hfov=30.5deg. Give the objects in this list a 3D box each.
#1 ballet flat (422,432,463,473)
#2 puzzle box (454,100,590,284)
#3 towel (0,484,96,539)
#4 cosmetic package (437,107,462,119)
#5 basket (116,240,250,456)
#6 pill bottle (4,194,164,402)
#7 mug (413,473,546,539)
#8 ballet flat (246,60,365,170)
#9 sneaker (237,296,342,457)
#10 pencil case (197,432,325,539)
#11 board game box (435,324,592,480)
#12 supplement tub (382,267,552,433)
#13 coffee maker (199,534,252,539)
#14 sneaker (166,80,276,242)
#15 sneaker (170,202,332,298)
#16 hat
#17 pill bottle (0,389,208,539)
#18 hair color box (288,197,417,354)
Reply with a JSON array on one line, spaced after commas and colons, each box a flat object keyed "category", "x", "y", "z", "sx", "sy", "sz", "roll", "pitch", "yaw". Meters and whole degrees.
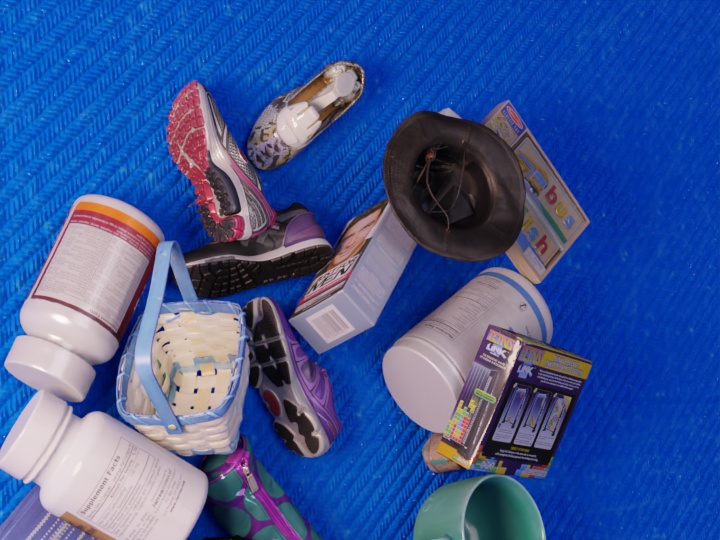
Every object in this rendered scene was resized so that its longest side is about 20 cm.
[{"category": "ballet flat", "x": 0.164, "y": 0.197, "z": 1.706, "sx": 0.200, "sy": 0.067, "sz": 0.069, "roll": -40, "pitch": 105, "yaw": -33}, {"category": "puzzle box", "x": 0.203, "y": -0.099, "z": 1.690, "sx": 0.201, "sy": 0.025, "sz": 0.133, "roll": 53, "pitch": 57, "yaw": -14}, {"category": "towel", "x": -0.300, "y": 0.323, "z": 1.401, "sx": 0.200, "sy": 0.024, "sz": 0.145, "roll": 50, "pitch": 56, "yaw": -18}, {"category": "cosmetic package", "x": 0.145, "y": -0.117, "z": 1.730, "sx": 0.199, "sy": 0.101, "sz": 0.072, "roll": 37, "pitch": 63, "yaw": -24}, {"category": "basket", "x": -0.190, "y": 0.095, "z": 1.395, "sx": 0.178, "sy": 0.137, "sz": 0.201, "roll": -83, "pitch": 169, "yaw": -45}, {"category": "pill bottle", "x": -0.293, "y": 0.030, "z": 1.402, "sx": 0.109, "sy": 0.109, "sz": 0.202, "roll": 32, "pitch": 65, "yaw": -25}, {"category": "mug", "x": 0.127, "y": 0.326, "z": 1.617, "sx": 0.184, "sy": 0.114, "sz": 0.153, "roll": 36, "pitch": 53, "yaw": -29}, {"category": "ballet flat", "x": -0.062, "y": -0.199, "z": 1.626, "sx": 0.200, "sy": 0.072, "sz": 0.072, "roll": -45, "pitch": 106, "yaw": -31}, {"category": "sneaker", "x": -0.082, "y": 0.121, "z": 1.564, "sx": 0.083, "sy": 0.080, "sz": 0.202, "roll": -37, "pitch": 110, "yaw": -50}, {"category": "pencil case", "x": -0.106, "y": 0.284, "z": 1.493, "sx": 0.085, "sy": 0.092, "sz": 0.201, "roll": -47, "pitch": 108, "yaw": -31}, {"category": "board game box", "x": 0.191, "y": 0.165, "z": 1.619, "sx": 0.199, "sy": 0.056, "sz": 0.167, "roll": 19, "pitch": 93, "yaw": -54}, {"category": "supplement tub", "x": 0.138, "y": 0.098, "z": 1.668, "sx": 0.199, "sy": 0.131, "sz": 0.133, "roll": -38, "pitch": 102, "yaw": -33}, {"category": "coffee maker", "x": -0.141, "y": 0.395, "z": 1.379, "sx": 0.133, "sy": 0.192, "sz": 0.202, "roll": -16, "pitch": 93, "yaw": -15}, {"category": "sneaker", "x": -0.164, "y": -0.125, "z": 1.527, "sx": 0.074, "sy": 0.080, "sz": 0.202, "roll": -8, "pitch": 71, "yaw": -43}, {"category": "sneaker", "x": -0.138, "y": -0.029, "z": 1.556, "sx": 0.198, "sy": 0.076, "sz": 0.088, "roll": -10, "pitch": 59, "yaw": -28}, {"category": "hat", "x": 0.099, "y": -0.090, "z": 1.589, "sx": 0.198, "sy": 0.081, "sz": 0.203, "roll": 10, "pitch": 69, "yaw": -25}, {"category": "pill bottle", "x": -0.266, "y": 0.212, "z": 1.360, "sx": 0.199, "sy": 0.114, "sz": 0.115, "roll": 34, "pitch": 64, "yaw": -16}, {"category": "hair color box", "x": 0.000, "y": 0.000, "z": 1.579, "sx": 0.061, "sy": 0.099, "sz": 0.201, "roll": 48, "pitch": 41, "yaw": -16}]
